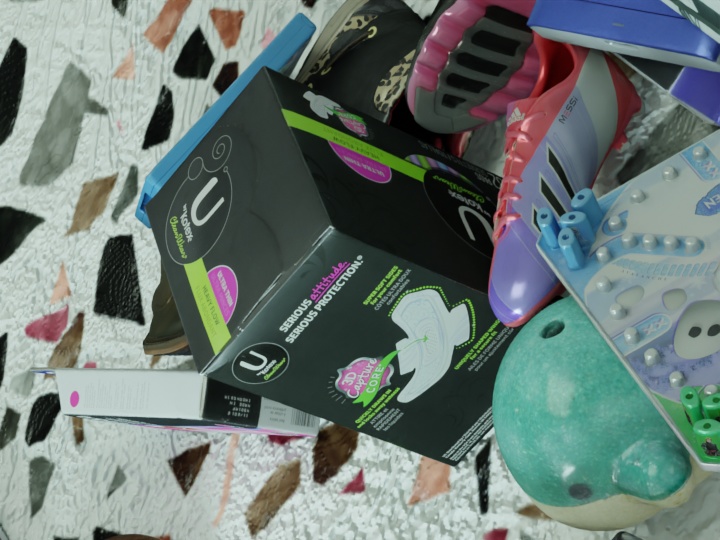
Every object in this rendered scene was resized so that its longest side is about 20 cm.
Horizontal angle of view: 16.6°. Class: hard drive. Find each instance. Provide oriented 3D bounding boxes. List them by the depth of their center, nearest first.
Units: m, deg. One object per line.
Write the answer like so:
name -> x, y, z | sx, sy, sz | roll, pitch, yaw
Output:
hard drive -> 0.183, -0.214, 1.369 | 0.132, 0.025, 0.200 | 16, 81, 42

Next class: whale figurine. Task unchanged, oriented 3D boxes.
whale figurine -> 0.157, 0.052, 1.279 | 0.200, 0.104, 0.159 | -23, 30, 30

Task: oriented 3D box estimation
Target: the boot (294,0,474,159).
boot -> -0.003, -0.077, 1.560 | 0.200, 0.073, 0.151 | -58, 28, 1

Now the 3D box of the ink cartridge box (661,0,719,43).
ink cartridge box -> 0.221, -0.185, 1.261 | 0.147, 0.083, 0.200 | -47, 64, -3

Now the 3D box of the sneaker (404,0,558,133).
sneaker -> 0.083, -0.175, 1.467 | 0.200, 0.079, 0.095 | -60, 24, 4

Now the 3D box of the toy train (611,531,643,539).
toy train -> 0.101, 0.232, 1.291 | 0.200, 0.085, 0.114 | -49, 54, 17

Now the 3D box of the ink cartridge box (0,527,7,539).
ink cartridge box -> -0.280, 0.243, 1.776 | 0.095, 0.037, 0.200 | -57, 41, 12

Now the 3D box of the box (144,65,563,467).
box -> 0.000, 0.000, 1.424 | 0.124, 0.200, 0.149 | -47, 42, 23

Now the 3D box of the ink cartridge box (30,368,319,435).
ink cartridge box -> -0.124, 0.084, 1.602 | 0.200, 0.095, 0.037 | 1, 83, 50

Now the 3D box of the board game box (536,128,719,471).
board game box -> 0.211, -0.015, 1.240 | 0.200, 0.026, 0.200 | -29, 43, -3

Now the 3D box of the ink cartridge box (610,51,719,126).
ink cartridge box -> 0.215, -0.192, 1.394 | 0.198, 0.043, 0.200 | -58, 40, 11

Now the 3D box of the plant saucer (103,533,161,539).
plant saucer -> -0.176, 0.269, 1.623 | 0.200, 0.034, 0.201 | -18, 62, 39

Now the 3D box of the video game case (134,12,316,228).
video game case -> -0.091, -0.094, 1.608 | 0.143, 0.018, 0.200 | -48, 2, -9

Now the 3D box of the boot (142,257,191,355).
boot -> -0.104, 0.004, 1.546 | 0.200, 0.075, 0.097 | 172, 94, -78

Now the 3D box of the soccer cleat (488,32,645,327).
soccer cleat -> 0.101, -0.053, 1.381 | 0.067, 0.076, 0.200 | -30, 26, 47
